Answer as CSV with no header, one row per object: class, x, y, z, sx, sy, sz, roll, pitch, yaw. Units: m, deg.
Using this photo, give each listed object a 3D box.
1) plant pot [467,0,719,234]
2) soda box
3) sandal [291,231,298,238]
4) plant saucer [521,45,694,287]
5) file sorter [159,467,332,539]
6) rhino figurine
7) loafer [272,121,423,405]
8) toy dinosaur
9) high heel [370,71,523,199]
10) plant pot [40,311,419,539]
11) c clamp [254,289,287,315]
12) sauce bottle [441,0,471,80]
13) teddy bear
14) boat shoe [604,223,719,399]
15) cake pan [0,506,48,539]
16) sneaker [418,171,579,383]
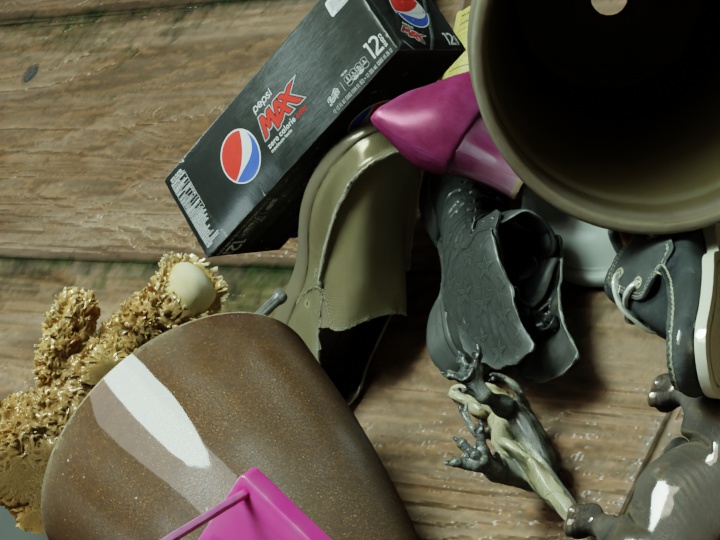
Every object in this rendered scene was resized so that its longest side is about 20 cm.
plant pot,0.148,-0.135,1.361,0.200,0.200,0.174,-44,14,6
soda box,-0.030,-0.093,1.517,0.200,0.071,0.063,-45,67,33
sandal,-0.010,-0.085,1.605,0.087,0.079,0.201,22,99,54
plant saucer,0.167,-0.085,1.484,0.200,0.050,0.200,-29,38,26
file sorter,-0.082,0.231,1.260,0.125,0.139,0.200,-27,-25,-53
rhino figurine,0.145,0.144,1.259,0.087,0.060,0.200,8,59,52
loafer,0.000,0.000,1.526,0.067,0.076,0.200,43,131,35
toy dinosaur,0.081,0.097,1.359,0.047,0.088,0.200,-41,33,10
high heel,0.071,-0.114,1.506,0.200,0.096,0.067,-65,0,-51
plant pot,-0.047,0.156,1.385,0.187,0.187,0.200,-47,52,1
c clamp,-0.105,0.122,1.497,0.171,0.200,0.027,-37,62,-27
sauce bottle,0.091,-0.147,1.626,0.065,0.065,0.200,-19,41,37
teddy bear,-0.149,0.075,1.552,0.200,0.145,0.067,-53,12,9
boat shoe,0.163,0.016,1.323,0.067,0.072,0.200,-9,23,8
cake pan,-0.178,0.150,1.650,0.200,0.037,0.201,-30,37,26
sneaker,0.083,-0.011,1.471,0.104,0.060,0.200,-46,35,48
